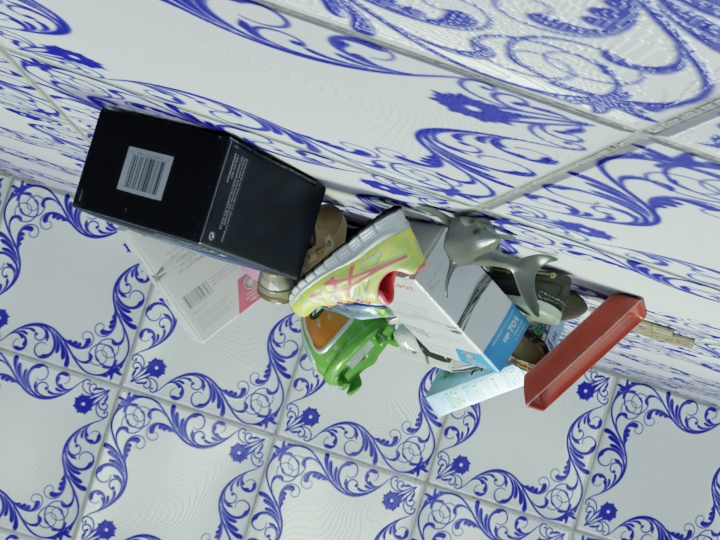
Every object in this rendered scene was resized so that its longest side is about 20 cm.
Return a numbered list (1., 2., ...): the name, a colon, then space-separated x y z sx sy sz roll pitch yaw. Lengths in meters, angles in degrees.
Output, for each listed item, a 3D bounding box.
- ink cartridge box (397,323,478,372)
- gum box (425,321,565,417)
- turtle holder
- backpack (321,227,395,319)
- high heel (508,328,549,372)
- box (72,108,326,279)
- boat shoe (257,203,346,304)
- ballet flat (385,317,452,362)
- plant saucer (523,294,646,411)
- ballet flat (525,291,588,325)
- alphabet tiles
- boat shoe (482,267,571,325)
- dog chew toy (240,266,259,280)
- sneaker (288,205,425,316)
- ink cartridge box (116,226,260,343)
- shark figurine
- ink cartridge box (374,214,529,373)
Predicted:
1. ink cartridge box: 0.127 0.069 1.838 0.084 0.148 0.199 -9 -174 -22
2. gum box: 0.212 0.135 1.848 0.198 0.170 0.045 -26 107 32
3. turtle holder: -0.016 0.096 1.823 0.132 0.142 0.185 45 -151 15
4. backpack: 0.000 0.000 1.683 0.161 0.157 0.199 2 169 -24
5. high heel: 0.178 0.074 1.671 0.199 0.072 0.142 33 179 -21
6. box: -0.179 -0.083 1.351 0.198 0.125 0.198 16 178 32
7. boat shoe: -0.067 -0.036 1.494 0.070 0.065 0.201 15 -143 14
8. ballet flat: 0.076 0.074 1.752 0.068 0.068 0.201 53 -171 -45
9. plant saucer: 0.296 0.107 1.594 0.037 0.200 0.199 47 -174 17
10. ballet flat: 0.226 0.046 1.678 0.197 0.063 0.068 18 149 -7
11. alphabet tiles: 0.441 0.090 1.864 0.165 0.008 0.200 17 177 16
12. boat shoe: 0.192 0.019 1.553 0.200 0.061 0.071 16 166 48
13. dog chew toy: -0.138 -0.060 1.586 0.123 0.126 0.200 15 167 34
14. sneaker: -0.005 0.012 1.386 0.091 0.199 0.078 52 -144 -3
15. ink cartridge box: -0.237 -0.021 1.724 0.202 0.146 0.083 58 163 -15
16. shark figurine: 0.126 -0.006 1.316 0.127 0.091 0.214 17 175 30
17. ink cartridge box: 0.097 0.029 1.498 0.146 0.086 0.200 14 153 53
